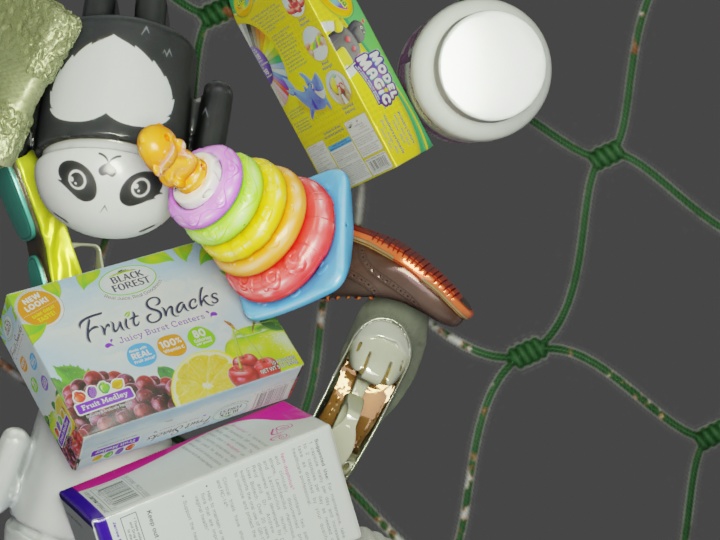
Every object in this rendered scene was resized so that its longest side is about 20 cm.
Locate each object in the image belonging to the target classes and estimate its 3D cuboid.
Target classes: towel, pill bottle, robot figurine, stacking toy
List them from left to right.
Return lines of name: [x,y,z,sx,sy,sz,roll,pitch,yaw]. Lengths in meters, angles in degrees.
towel: [-0.310,-0.175,1.555,0.199,0.036,0.149,30,93,37]
robot figurine: [-0.222,0.179,1.591,0.169,0.113,0.201,17,91,-21]
robot figurine: [-0.194,-0.126,1.559,0.150,0.125,0.201,-9,68,36]
stacking toy: [-0.104,-0.054,1.498,0.109,0.200,0.117,-20,54,31]
pill bottle: [0.091,-0.157,1.554,0.111,0.200,0.113,0,93,-5]

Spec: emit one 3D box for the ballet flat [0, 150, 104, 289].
ballet flat: [-0.250,-0.026,1.612,0.067,0.067,0.201,-18,97,-24]

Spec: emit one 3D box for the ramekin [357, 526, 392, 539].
ramekin: [-0.022,0.301,1.599,0.199,0.105,0.202,-2,106,-6]

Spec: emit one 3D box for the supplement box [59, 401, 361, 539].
supplement box: [-0.116,0.189,1.520,0.199,0.101,0.104,-22,105,-19]

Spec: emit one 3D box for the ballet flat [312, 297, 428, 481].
ballet flat: [0.003,0.102,1.628,0.067,0.064,0.201,27,90,-4]

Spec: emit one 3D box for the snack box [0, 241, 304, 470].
snack box: [-0.165,0.061,1.550,0.199,0.053,0.143,-17,59,-31]

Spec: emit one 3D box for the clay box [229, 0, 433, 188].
clay box: [-0.030,-0.167,1.586,0.047,0.115,0.201,-30,95,-31]

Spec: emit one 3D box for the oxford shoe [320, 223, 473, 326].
oxford shoe: [0.000,0.000,1.622,0.199,0.071,0.073,31,96,9]
